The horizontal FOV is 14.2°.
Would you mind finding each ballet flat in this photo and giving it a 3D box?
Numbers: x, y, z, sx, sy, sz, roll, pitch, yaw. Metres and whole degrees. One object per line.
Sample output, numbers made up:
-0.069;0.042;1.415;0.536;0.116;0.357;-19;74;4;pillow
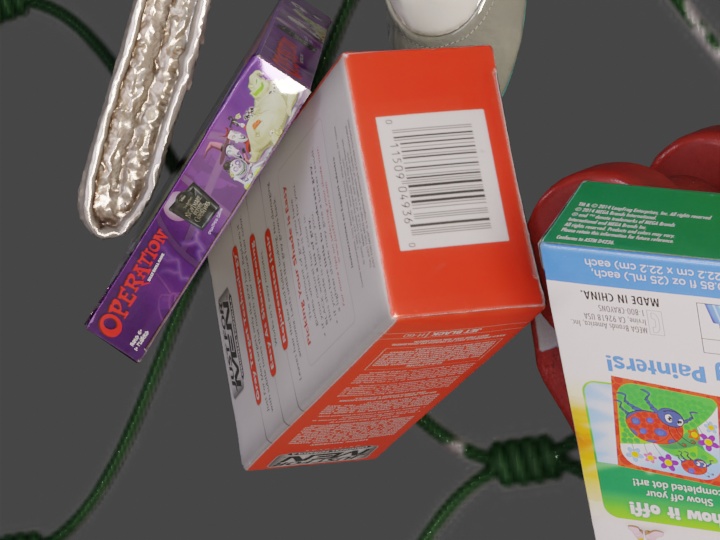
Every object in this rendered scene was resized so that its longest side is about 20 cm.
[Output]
0.035;-0.155;1.145;0.067;0.064;0.201;8;87;34;ballet flat

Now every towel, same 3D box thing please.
-0.075;-0.112;1.181;0.034;0.133;0.201;17;92;-5;towel

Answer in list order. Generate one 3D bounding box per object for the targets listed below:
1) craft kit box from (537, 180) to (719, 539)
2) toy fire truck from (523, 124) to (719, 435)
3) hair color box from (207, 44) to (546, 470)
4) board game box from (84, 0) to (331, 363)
0.169;0.070;0.947;0.199;0.049;0.199;7;125;27;craft kit box
0.151;0.036;1.020;0.199;0.112;0.169;-4;99;34;toy fire truck
0.000;0.000;1.080;0.200;0.061;0.102;135;128;-65;hair color box
-0.055;-0.042;1.120;0.032;0.200;0.120;36;100;-6;board game box
